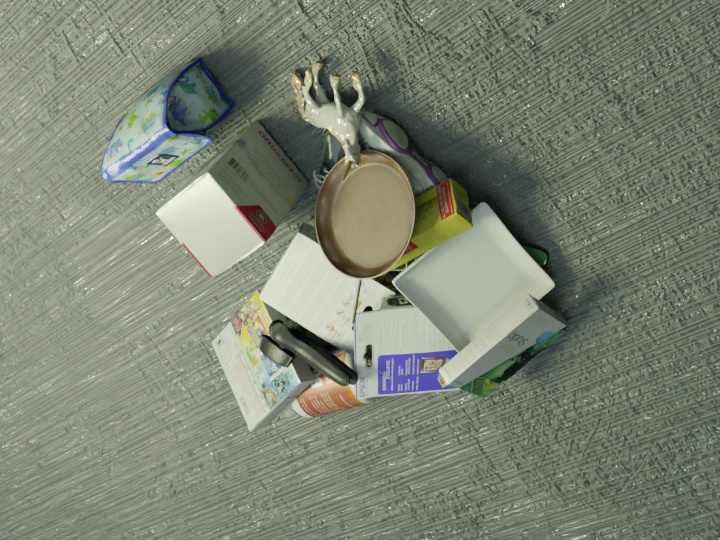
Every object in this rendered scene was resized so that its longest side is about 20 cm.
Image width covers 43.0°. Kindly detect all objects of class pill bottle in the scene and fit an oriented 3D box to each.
[{"bbox_3d":[-0.069,0.215,1.730,0.198,0.113,0.113,-19,113,29],"label":"pill bottle"}]

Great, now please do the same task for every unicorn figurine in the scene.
[{"bbox_3d":[-0.039,-0.244,1.429,0.073,0.200,0.139,-14,121,-22],"label":"unicorn figurine"}]

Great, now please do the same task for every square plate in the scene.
[{"bbox_3d":[0.185,0.018,1.493,0.198,0.029,0.200,-41,110,10],"label":"square plate"}]

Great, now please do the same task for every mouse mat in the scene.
[{"bbox_3d":[0.198,0.014,1.511,0.197,0.008,0.163,17,109,-12],"label":"mouse mat"}]

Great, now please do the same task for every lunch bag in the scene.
[{"bbox_3d":[-0.321,-0.230,1.490,0.169,0.201,0.128,-29,108,31],"label":"lunch bag"}]

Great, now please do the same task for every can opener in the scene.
[{"bbox_3d":[-0.087,0.147,1.609,0.198,0.063,0.080,26,111,21],"label":"can opener"}]

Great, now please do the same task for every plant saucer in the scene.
[{"bbox_3d":[0.012,-0.087,1.442,0.198,0.032,0.203,-2,86,38],"label":"plant saucer"}]

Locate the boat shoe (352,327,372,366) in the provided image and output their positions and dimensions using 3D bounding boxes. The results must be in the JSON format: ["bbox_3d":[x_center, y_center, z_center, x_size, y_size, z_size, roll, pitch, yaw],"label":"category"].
[{"bbox_3d":[-0.011,0.096,1.660,0.199,0.073,0.075,38,123,1],"label":"boat shoe"}]

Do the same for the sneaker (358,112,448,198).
[{"bbox_3d":[0.054,-0.164,1.470,0.200,0.075,0.099,45,123,-11],"label":"sneaker"}]

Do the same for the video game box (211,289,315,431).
[{"bbox_3d":[-0.187,0.169,1.724,0.182,0.046,0.202,-46,62,38],"label":"video game box"}]

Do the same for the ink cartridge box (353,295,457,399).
[{"bbox_3d":[0.084,0.131,1.591,0.197,0.044,0.200,-5,125,-7],"label":"ink cartridge box"}]

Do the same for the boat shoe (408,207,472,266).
[{"bbox_3d":[0.128,-0.023,1.533,0.072,0.072,0.201,34,126,-3],"label":"boat shoe"}]

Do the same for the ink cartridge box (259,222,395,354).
[{"bbox_3d":[-0.057,0.034,1.593,0.199,0.047,0.161,31,120,-6],"label":"ink cartridge box"}]

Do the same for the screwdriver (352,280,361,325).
[{"bbox_3d":[0.000,0.000,1.530,0.028,0.202,0.029,31,151,-36],"label":"screwdriver"}]

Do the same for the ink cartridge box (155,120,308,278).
[{"bbox_3d":[-0.207,-0.120,1.518,0.144,0.201,0.146,-30,107,35],"label":"ink cartridge box"}]

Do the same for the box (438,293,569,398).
[{"bbox_3d":[0.242,0.131,1.524,0.200,0.037,0.144,-42,145,17],"label":"box"}]

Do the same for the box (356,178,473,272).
[{"bbox_3d":[0.082,-0.065,1.456,0.199,0.076,0.050,-27,141,30],"label":"box"}]

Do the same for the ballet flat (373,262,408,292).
[{"bbox_3d":[0.045,-0.001,1.584,0.066,0.068,0.202,18,127,0],"label":"ballet flat"}]

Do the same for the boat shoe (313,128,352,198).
[{"bbox_3d":[-0.038,-0.144,1.525,0.074,0.062,0.202,10,123,16],"label":"boat shoe"}]
